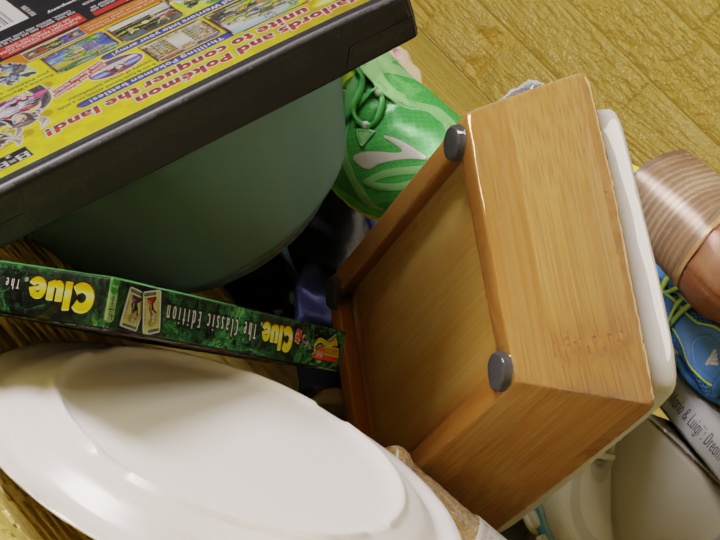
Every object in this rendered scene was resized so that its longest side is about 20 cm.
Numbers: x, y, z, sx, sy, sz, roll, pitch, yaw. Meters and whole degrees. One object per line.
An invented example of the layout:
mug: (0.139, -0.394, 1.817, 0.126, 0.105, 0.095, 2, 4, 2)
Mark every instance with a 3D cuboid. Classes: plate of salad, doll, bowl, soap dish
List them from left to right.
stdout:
bowl: (-0.087, -0.064, 0.888, 0.105, 0.200, 0.201, 62, -2, -36)
plate of salad: (-0.056, 0.083, 0.719, 0.198, 0.048, 0.200, 19, 16, -6)
doll: (0.000, 0.000, 0.998, 0.136, 0.048, 0.202, 24, 50, -34)
soap dish: (0.055, 0.027, 0.858, 0.080, 0.200, 0.159, 4, 62, -24)

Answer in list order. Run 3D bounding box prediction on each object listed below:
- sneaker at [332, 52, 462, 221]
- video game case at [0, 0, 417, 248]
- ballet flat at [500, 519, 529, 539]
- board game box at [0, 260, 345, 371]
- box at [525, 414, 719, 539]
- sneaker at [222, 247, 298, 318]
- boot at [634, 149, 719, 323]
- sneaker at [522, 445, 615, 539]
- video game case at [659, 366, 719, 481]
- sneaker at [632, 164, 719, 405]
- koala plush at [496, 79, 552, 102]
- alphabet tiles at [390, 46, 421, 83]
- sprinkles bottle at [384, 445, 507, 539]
sneaker: (-0.013, -0.095, 0.960, 0.200, 0.074, 0.084, 43, -6, 33)
video game case: (-0.104, -0.091, 0.793, 0.181, 0.199, 0.026, 36, -31, 52)
ballet flat: (0.070, 0.075, 1.007, 0.067, 0.064, 0.201, 13, 36, 5)
board game box: (-0.094, 0.018, 0.775, 0.104, 0.024, 0.200, 10, -3, 26)
box: (0.183, 0.169, 1.039, 0.109, 0.128, 0.200, 47, 12, 28)
sneaker: (-0.030, 0.021, 1.049, 0.200, 0.078, 0.090, 40, 33, -14)
boot: (0.237, -0.009, 0.956, 0.199, 0.074, 0.155, -24, 58, -37)
sneaker: (0.115, 0.053, 0.944, 0.075, 0.086, 0.202, 19, 61, -64)
video game case: (0.237, 0.121, 1.007, 0.199, 0.024, 0.182, 35, 12, -27)
sneaker: (0.174, 0.011, 0.990, 0.199, 0.076, 0.105, 34, 15, 6)
koala plush: (0.075, -0.033, 1.219, 0.183, 0.200, 0.178, 40, 12, -12)
alphabet tiles: (-0.040, -0.115, 1.068, 0.199, 0.015, 0.197, 22, 53, -36)
sprinkles bottle: (0.068, 0.163, 0.819, 0.200, 0.068, 0.068, 41, 12, -8)
